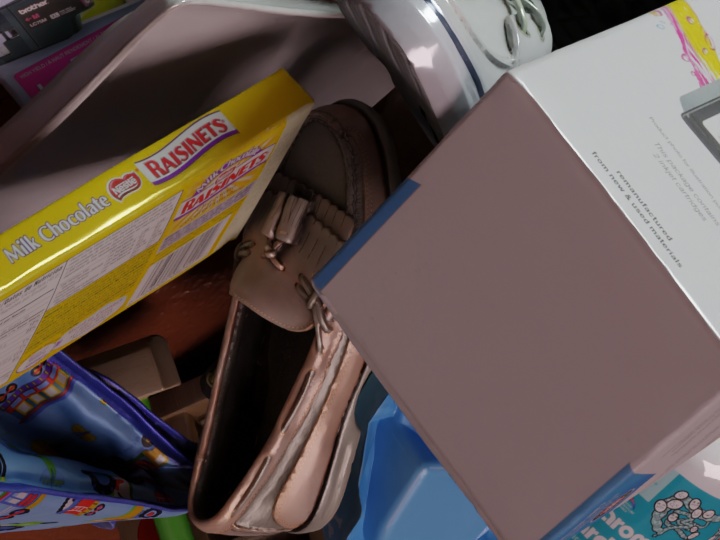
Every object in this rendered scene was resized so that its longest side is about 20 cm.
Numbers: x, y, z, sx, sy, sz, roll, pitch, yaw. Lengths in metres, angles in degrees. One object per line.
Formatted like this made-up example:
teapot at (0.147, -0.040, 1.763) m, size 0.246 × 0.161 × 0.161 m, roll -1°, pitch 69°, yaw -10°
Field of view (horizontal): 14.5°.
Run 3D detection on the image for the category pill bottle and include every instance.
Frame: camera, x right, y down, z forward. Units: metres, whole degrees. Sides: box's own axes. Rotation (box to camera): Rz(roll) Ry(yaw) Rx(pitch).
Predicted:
pill bottle at (0.158, 0.106, 1.547) m, size 0.111 × 0.111 × 0.200 m, roll 10°, pitch 133°, yaw -43°

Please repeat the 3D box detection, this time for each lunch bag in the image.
lunch bag at (-0.169, 0.083, 1.236) m, size 0.150 × 0.094 × 0.200 m, roll -10°, pitch 155°, yaw 34°

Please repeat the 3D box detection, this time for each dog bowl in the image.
dog bowl at (0.047, 0.068, 1.289) m, size 0.111 × 0.050 × 0.200 m, roll 2°, pitch 129°, yaw -41°

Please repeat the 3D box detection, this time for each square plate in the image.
square plate at (-0.077, -0.062, 1.176) m, size 0.198 × 0.029 × 0.200 m, roll -39°, pitch 161°, yaw 32°

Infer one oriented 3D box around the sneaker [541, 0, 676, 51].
sneaker at (0.159, -0.134, 1.244) m, size 0.199 × 0.070 × 0.082 m, roll -23°, pitch 157°, yaw 1°

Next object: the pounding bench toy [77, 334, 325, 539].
pounding bench toy at (-0.066, 0.133, 1.366) m, size 0.124 × 0.157 × 0.200 m, roll -23°, pitch 150°, yaw 22°

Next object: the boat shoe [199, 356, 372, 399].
boat shoe at (0.000, 0.000, 1.272) m, size 0.201 × 0.061 × 0.072 m, roll -53°, pitch 165°, yaw 19°

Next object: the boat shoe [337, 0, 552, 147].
boat shoe at (0.042, -0.093, 1.129) m, size 0.067 × 0.074 × 0.200 m, roll -39°, pitch 170°, yaw 0°

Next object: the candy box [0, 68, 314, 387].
candy box at (-0.107, -0.004, 1.112) m, size 0.200 × 0.026 × 0.102 m, roll -33°, pitch 163°, yaw -37°

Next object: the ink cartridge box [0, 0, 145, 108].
ink cartridge box at (-0.118, -0.143, 1.069) m, size 0.119 × 0.042 × 0.200 m, roll -29°, pitch 146°, yaw 4°

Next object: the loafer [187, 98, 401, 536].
loafer at (-0.030, 0.026, 1.207) m, size 0.063 × 0.072 × 0.201 m, roll -8°, pitch 118°, yaw -38°

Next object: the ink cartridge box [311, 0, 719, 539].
ink cartridge box at (0.117, -0.007, 1.137) m, size 0.200 × 0.146 × 0.147 m, roll -25°, pitch 164°, yaw -49°
